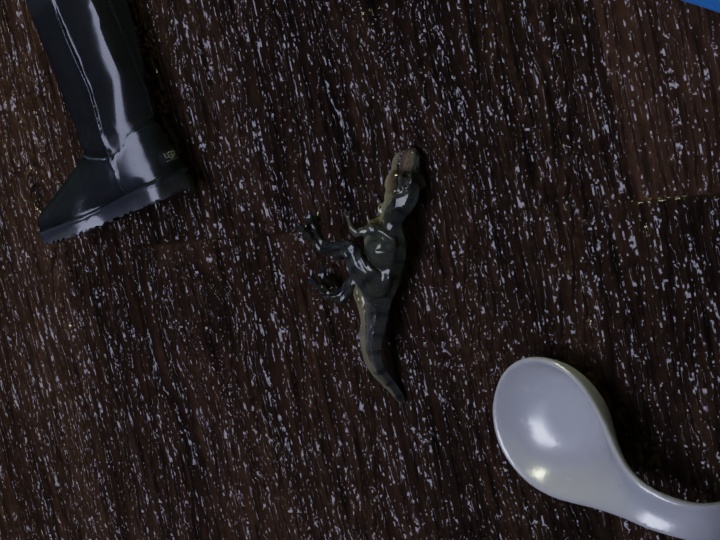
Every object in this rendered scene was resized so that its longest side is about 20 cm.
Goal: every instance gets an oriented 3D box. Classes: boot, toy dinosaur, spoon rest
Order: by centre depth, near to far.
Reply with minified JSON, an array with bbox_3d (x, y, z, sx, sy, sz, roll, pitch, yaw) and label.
[{"bbox_3d":[0.168,0.127,1.372,0.200,0.061,0.099,27,121,32],"label":"spoon rest"},{"bbox_3d":[0.000,0.000,1.490,0.088,0.047,0.200,21,122,28],"label":"toy dinosaur"},{"bbox_3d":[-0.229,-0.135,1.628,0.165,0.066,0.200,-20,94,35],"label":"boot"}]

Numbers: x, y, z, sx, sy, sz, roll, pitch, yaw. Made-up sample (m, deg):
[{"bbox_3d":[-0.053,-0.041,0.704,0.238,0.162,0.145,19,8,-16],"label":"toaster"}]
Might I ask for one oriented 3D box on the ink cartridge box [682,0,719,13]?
[{"bbox_3d":[0.264,-0.238,1.138,0.146,0.086,0.200,24,121,34],"label":"ink cartridge box"}]
